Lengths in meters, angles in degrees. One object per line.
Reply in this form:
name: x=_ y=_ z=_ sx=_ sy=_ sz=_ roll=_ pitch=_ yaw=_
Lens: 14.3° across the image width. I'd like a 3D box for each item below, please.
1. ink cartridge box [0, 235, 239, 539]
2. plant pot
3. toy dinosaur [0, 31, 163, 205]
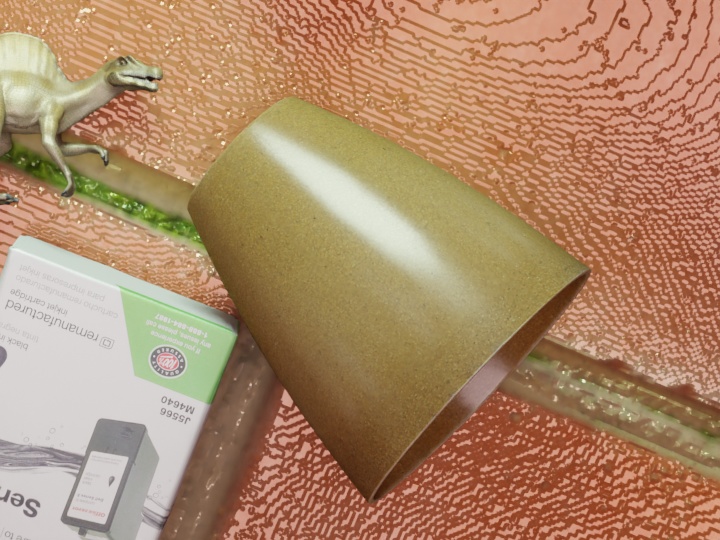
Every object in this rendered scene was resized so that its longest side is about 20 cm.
ink cartridge box: x=-0.173 y=0.100 z=1.707 sx=0.145 sy=0.084 sz=0.201 roll=21 pitch=95 yaw=-5
plant pot: x=0.000 y=0.000 z=1.670 sx=0.200 sy=0.186 sz=0.186 roll=44 pitch=93 yaw=7
toy dinosaur: x=-0.219 y=-0.093 z=1.709 sx=0.198 sy=0.058 sz=0.102 roll=2 pitch=81 yaw=-11
